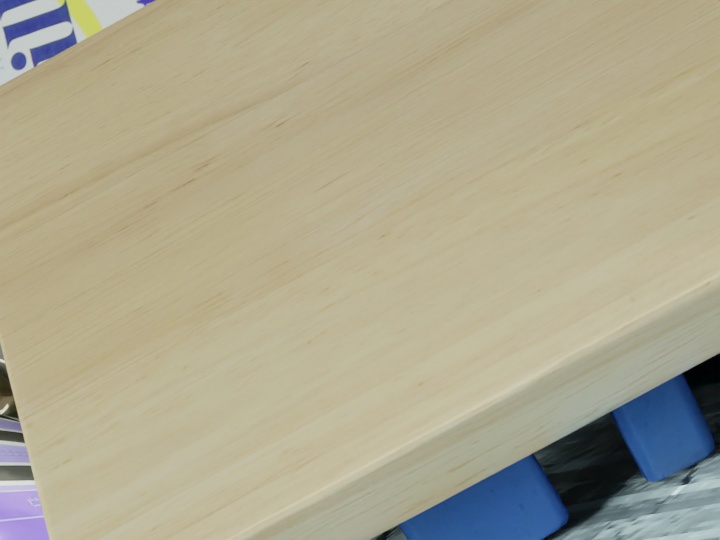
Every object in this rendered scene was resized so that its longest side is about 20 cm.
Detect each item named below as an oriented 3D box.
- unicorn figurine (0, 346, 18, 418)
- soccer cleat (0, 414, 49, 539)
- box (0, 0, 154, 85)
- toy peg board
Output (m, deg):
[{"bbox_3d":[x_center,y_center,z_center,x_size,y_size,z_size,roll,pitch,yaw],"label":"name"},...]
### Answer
[{"bbox_3d":[-0.103,0.040,0.849,0.074,0.137,0.200,-64,28,14],"label":"unicorn figurine"},{"bbox_3d":[-0.126,0.053,0.701,0.200,0.069,0.073,23,2,42],"label":"soccer cleat"},{"bbox_3d":[-0.070,-0.092,1.079,0.199,0.185,0.105,-26,-28,16],"label":"box"},{"bbox_3d":[0.025,0.001,0.654,0.199,0.098,0.199,-29,37,3],"label":"toy peg board"}]
